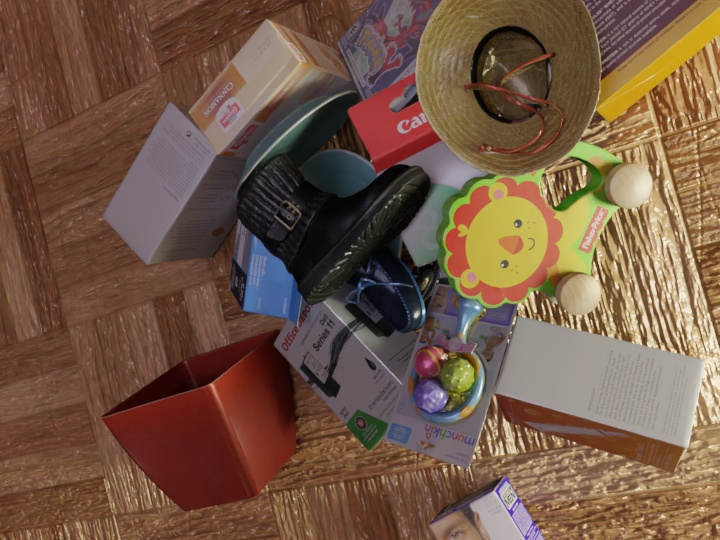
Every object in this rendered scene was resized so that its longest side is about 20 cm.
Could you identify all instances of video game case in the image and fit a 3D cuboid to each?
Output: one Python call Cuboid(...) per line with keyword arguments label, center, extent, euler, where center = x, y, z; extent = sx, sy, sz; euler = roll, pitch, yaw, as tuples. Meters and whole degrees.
Cuboid(label="video game case", center=(0.057, -0.295, 0.884), extent=(0.182, 0.023, 0.201), euler=(-43, 41, 23))

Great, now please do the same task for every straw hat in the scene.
Cuboid(label="straw hat", center=(0.159, -0.200, 0.745), extent=(0.200, 0.085, 0.203), euler=(6, 103, 27))

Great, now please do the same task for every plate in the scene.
Cuboid(label="plate", center=(-0.083, -0.159, 0.889), extent=(0.200, 0.200, 0.026), euler=(-41, 89, 22))
Cuboid(label="plate", center=(-0.018, -0.063, 0.968), extent=(0.199, 0.025, 0.202), euler=(16, 115, 37))

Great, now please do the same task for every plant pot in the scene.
Cuboid(label="plant pot", center=(-0.203, 0.222, 1.029), extent=(0.199, 0.200, 0.177), euler=(-19, 99, 25))

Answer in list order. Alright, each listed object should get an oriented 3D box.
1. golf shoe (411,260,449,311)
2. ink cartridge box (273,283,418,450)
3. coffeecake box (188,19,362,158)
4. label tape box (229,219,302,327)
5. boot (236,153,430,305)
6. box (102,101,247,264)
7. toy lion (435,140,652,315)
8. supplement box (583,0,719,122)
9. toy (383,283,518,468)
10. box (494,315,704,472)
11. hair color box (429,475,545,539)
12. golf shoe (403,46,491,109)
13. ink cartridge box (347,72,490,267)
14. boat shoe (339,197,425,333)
Cuboid(label="golf shoe", center=(0.132, -0.008, 0.915), extent=(0.094, 0.078, 0.201), euler=(36, 110, -1))
Cuboid(label="ink cartridge box", center=(-0.006, 0.111, 0.948), extent=(0.200, 0.083, 0.147), euler=(45, 134, 15))
Cuboid(label="coffeecake box", center=(-0.097, -0.219, 0.924), extent=(0.153, 0.200, 0.073), euler=(-42, 77, 22))
Cuboid(label="label tape box", center=(-0.125, -0.021, 0.964), extent=(0.063, 0.200, 0.146), euler=(6, 99, -19))
Cuboid(label="boot", center=(-0.039, -0.082, 0.818), extent=(0.211, 0.079, 0.158), euler=(-43, 70, 17))
Cuboid(label="box", center=(-0.240, -0.120, 1.028), extent=(0.106, 0.152, 0.200), euler=(44, 110, 15))
Cuboid(label="toy lion", center=(0.183, -0.050, 0.771), extent=(0.190, 0.069, 0.201), euler=(21, 99, -13))
Cuboid(label="supplement box", center=(0.280, -0.307, 0.775), extent=(0.197, 0.133, 0.201), euler=(-40, 78, 23))
Cuboid(label="toy", center=(0.096, 0.106, 0.815), extent=(0.115, 0.047, 0.201), euler=(8, 68, 38))
Cuboid(label="box", center=(0.265, 0.138, 0.810), extent=(0.199, 0.125, 0.098), euler=(13, 69, 24))
Cuboid(label="hair color box", center=(0.189, 0.381, 0.916), extent=(0.109, 0.065, 0.201), euler=(-37, 77, 24))
Cuboid(label="golf shoe", center=(0.089, -0.259, 0.894), extent=(0.199, 0.092, 0.073), euler=(-28, 84, 26))
Cuboid(label="ink cartridge box", center=(0.093, -0.126, 0.819), extent=(0.160, 0.050, 0.201), euler=(-25, 105, 17))
Cuboid(label="boat shoe", center=(0.000, 0.000, 0.888), extent=(0.200, 0.068, 0.084), euler=(51, 134, 27))
